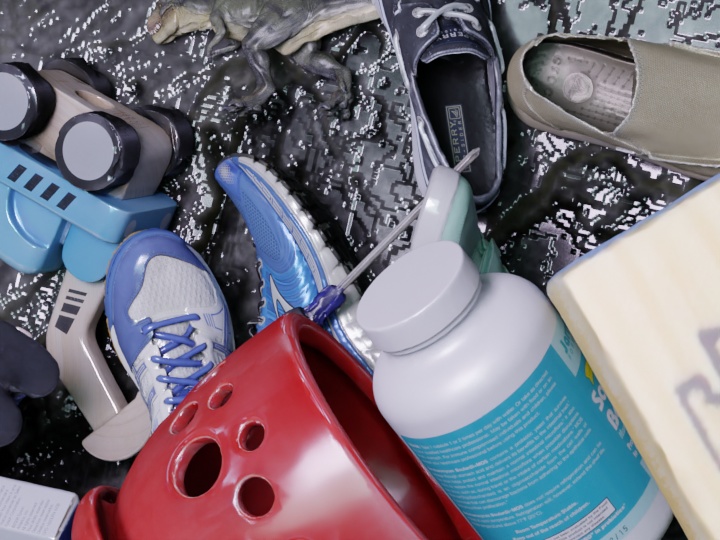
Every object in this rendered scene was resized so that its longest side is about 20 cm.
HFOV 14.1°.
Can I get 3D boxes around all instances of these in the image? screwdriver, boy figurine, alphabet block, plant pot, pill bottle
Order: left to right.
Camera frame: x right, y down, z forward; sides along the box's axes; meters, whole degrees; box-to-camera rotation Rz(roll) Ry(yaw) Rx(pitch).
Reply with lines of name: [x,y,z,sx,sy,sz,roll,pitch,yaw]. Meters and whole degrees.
boy figurine: [-0.244,0.085,1.761,0.064,0.200,0.124,42,64,-11]
plant pot: [-0.049,0.151,1.603,0.182,0.200,0.201,-35,76,8]
screwdriver: [0.000,0.000,1.694,0.200,0.029,0.028,-45,81,5]
pill bottle: [0.081,0.078,1.593,0.111,0.111,0.200,-33,116,11]
alphabet block: [0.247,0.050,1.596,0.196,0.195,0.200,-32,77,13]

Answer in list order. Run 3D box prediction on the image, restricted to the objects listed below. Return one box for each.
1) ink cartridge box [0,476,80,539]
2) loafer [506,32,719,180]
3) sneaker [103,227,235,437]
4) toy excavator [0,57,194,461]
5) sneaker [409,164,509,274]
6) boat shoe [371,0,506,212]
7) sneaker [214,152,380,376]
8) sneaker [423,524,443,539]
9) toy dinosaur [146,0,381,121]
ink cartridge box: [-0.249,0.187,1.740,0.200,0.197,0.043,10,49,17]
loafer: [0.175,-0.097,1.696,0.200,0.068,0.076,9,87,17]
sneaker: [-0.096,0.073,1.719,0.075,0.088,0.200,-18,106,-14]
toy excavator: [-0.172,-0.008,1.791,0.194,0.100,0.200,30,107,17]
sneaker: [0.092,0.021,1.665,0.118,0.201,0.074,6,45,15]
boat shoe: [0.050,-0.133,1.725,0.072,0.068,0.200,-6,86,-9]
sneaker: [-0.041,0.020,1.745,0.089,0.079,0.200,-31,77,9]
sneaker: [0.070,0.220,1.671,0.099,0.078,0.200,-20,73,34]
toy dinosaur: [-0.042,-0.138,1.780,0.200,0.047,0.088,-2,77,13]
